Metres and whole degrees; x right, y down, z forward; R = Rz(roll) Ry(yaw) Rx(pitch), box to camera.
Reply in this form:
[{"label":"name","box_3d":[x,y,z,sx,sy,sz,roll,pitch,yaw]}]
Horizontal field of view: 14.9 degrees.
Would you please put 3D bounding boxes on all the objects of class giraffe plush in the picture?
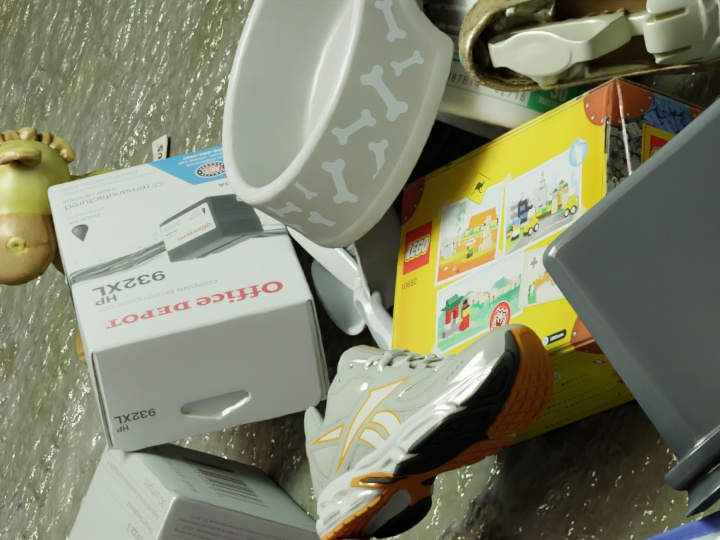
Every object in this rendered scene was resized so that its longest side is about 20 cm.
[{"label":"giraffe plush","box_3d":[-0.210,-0.036,1.972,0.173,0.162,0.200,-47,38,37]}]

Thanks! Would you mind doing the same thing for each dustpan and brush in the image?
[{"label":"dustpan and brush","box_3d":[0.000,0.000,1.677,0.200,0.057,0.140,44,149,40]}]

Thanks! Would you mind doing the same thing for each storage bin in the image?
[{"label":"storage bin","box_3d":[0.181,-0.005,1.226,0.200,0.146,0.134,-42,80,8]}]

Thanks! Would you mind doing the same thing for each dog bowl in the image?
[{"label":"dog bowl","box_3d":[-0.017,-0.116,1.587,0.200,0.059,0.201,-44,37,47]}]

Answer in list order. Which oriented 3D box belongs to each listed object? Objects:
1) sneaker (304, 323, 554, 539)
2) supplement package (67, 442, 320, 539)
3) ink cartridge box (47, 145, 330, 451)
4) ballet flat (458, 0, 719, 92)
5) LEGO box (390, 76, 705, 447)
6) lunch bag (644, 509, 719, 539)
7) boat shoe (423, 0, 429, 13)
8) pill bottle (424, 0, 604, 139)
[{"label":"sneaker","box_3d":[0.024,0.069,1.472,0.200,0.076,0.092,-43,59,43]},{"label":"supplement package","box_3d":[-0.125,0.222,1.737,0.117,0.117,0.200,36,106,59]},{"label":"ink cartridge box","box_3d":[-0.113,0.013,1.774,0.200,0.145,0.084,-113,11,-55]},{"label":"ballet flat","box_3d":[0.143,-0.126,1.453,0.200,0.071,0.065,-11,19,24]},{"label":"LEGO box","box_3d":[0.103,0.002,1.515,0.200,0.077,0.149,-25,53,52]},{"label":"lunch bag","box_3d":[0.157,0.212,1.274,0.200,0.124,0.170,145,136,-65]},{"label":"boat shoe","box_3d":[0.038,-0.164,1.720,0.072,0.071,0.200,-53,34,29]},{"label":"pill bottle","box_3d":[0.103,-0.175,1.576,0.113,0.113,0.201,13,87,60]}]
